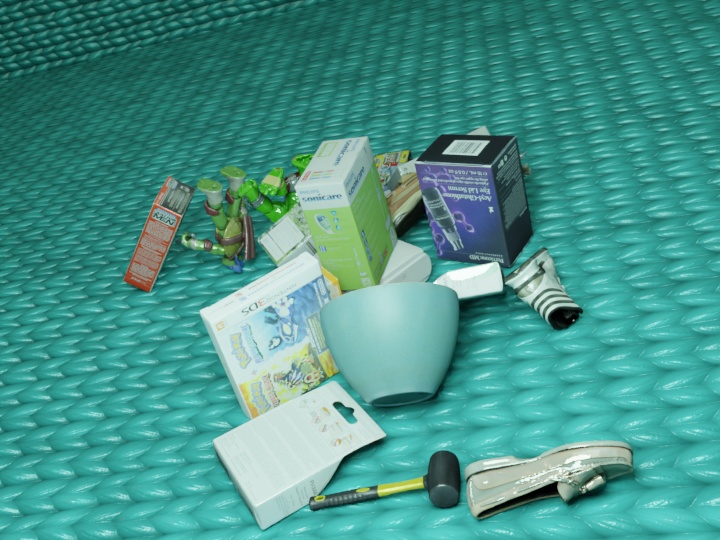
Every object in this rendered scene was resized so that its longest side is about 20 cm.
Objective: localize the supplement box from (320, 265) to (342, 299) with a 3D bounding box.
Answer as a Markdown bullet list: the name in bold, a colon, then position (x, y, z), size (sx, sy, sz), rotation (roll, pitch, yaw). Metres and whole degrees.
- **supplement box**: position (-0.116, 0.097, 1.285), size (0.199, 0.127, 0.073), rotation (-30, 35, -18)

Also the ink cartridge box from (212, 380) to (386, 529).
- **ink cartridge box**: position (-0.083, 0.244, 1.126), size (0.199, 0.048, 0.160), rotation (-24, 31, -20)

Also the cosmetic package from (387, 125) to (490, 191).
- **cosmetic package**: position (0.162, -0.190, 1.590), size (0.199, 0.085, 0.108), rotation (-26, -7, -13)

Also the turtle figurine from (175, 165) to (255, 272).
- **turtle figurine**: position (-0.284, -0.107, 1.592), size (0.143, 0.195, 0.201), rotation (-8, 40, -18)

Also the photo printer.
- **photo printer**: position (0.000, 0.000, 1.429), size (0.166, 0.070, 0.199), rotation (-35, 36, -26)

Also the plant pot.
- **plant pot**: position (0.048, 0.113, 1.148), size (0.198, 0.200, 0.136), rotation (-11, 70, 10)

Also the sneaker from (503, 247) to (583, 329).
- **sneaker**: position (0.280, 0.035, 1.249), size (0.076, 0.116, 0.200), rotation (-40, -6, 20)

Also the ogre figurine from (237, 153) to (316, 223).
- **ogre figurine**: position (-0.117, -0.152, 1.552), size (0.200, 0.120, 0.098), rotation (-38, 55, -12)

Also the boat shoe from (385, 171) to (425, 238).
- **boat shoe**: position (0.099, -0.147, 1.478), size (0.074, 0.076, 0.200), rotation (39, 68, 22)

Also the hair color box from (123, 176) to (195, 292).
- **hair color box**: position (-0.396, -0.070, 1.619), size (0.064, 0.201, 0.111), rotation (25, 32, -11)

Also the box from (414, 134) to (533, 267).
- **box**: position (0.195, -0.119, 1.393), size (0.147, 0.201, 0.104), rotation (7, 39, 36)

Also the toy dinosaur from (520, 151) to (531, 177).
- **toy dinosaur**: position (0.216, -0.153, 1.529), size (0.198, 0.103, 0.077), rotation (-19, 31, -4)

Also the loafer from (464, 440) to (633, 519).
- **loafer**: position (0.219, 0.248, 0.954), size (0.198, 0.072, 0.063), rotation (-14, 48, 18)

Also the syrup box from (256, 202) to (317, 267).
- **syrup box**: position (-0.082, -0.081, 1.503), size (0.200, 0.082, 0.079), rotation (-41, 58, -3)

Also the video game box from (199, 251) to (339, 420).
- **video game box**: position (-0.118, 0.100, 1.208), size (0.181, 0.201, 0.047), rotation (-29, 35, -18)

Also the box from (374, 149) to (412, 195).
- **box**: position (0.030, -0.183, 1.727), size (0.135, 0.038, 0.201), rotation (-6, 33, 18)

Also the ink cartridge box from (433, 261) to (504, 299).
- **ink cartridge box**: position (0.122, 0.030, 1.269), size (0.198, 0.051, 0.161), rotation (-9, -4, 11)

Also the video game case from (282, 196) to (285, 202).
- **video game case**: position (-0.066, -0.116, 1.616), size (0.180, 0.046, 0.201), rotation (-11, 48, 14)

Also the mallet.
- **mallet**: position (0.030, 0.279, 1.020), size (0.198, 0.041, 0.066), rotation (-18, 28, 7)

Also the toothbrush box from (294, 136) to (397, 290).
- **toothbrush box**: position (-0.018, -0.090, 1.319), size (0.085, 0.201, 0.146), rotation (-2, 36, 21)
